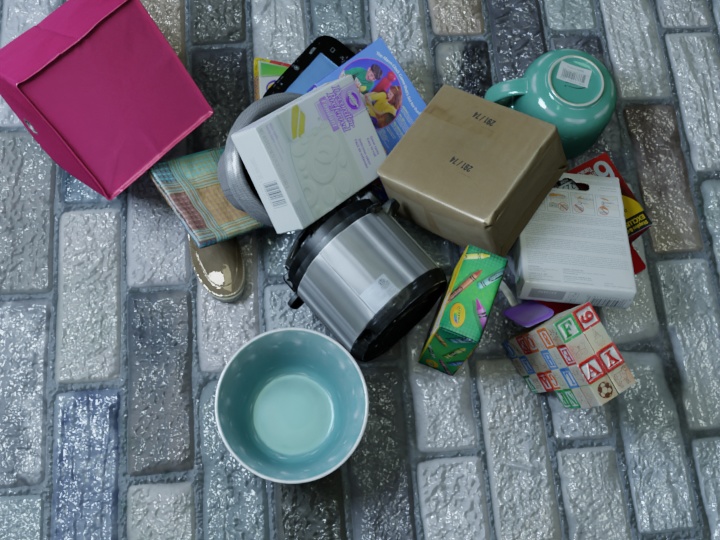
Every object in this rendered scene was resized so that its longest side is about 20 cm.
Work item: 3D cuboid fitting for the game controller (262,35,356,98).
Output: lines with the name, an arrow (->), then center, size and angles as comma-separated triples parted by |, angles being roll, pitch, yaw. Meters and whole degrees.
game controller -> -0.068, -0.280, 1.293 | 0.104, 0.042, 0.201 | 42, 57, -11

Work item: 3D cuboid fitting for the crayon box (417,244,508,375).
crayon box -> 0.134, 0.059, 1.138 | 0.058, 0.200, 0.120 | 21, 71, 4

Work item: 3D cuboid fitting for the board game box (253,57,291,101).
board game box -> -0.114, -0.236, 1.292 | 0.095, 0.030, 0.202 | 6, 67, -29

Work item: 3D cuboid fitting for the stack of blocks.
stack of blocks -> 0.272, 0.121, 1.125 | 0.058, 0.200, 0.116 | -29, 85, -13

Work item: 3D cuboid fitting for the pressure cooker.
pressure cooker -> 0.000, -0.001, 1.155 | 0.200, 0.179, 0.175 | 46, 51, 14

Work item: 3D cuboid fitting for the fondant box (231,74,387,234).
fondant box -> -0.061, -0.160, 1.141 | 0.200, 0.058, 0.145 | -39, 111, -40

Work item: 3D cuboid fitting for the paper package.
paper package -> 0.156, -0.138, 1.174 | 0.199, 0.104, 0.191 | 27, 71, 33

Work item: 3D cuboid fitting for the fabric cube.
fabric cube -> -0.364, -0.248, 1.164 | 0.200, 0.197, 0.199 | -43, 38, -15

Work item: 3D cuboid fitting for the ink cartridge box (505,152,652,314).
ink cartridge box -> 0.318, -0.048, 1.249 | 0.199, 0.084, 0.177 | -27, 76, -13

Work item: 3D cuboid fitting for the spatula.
spatula -> 0.199, 0.023, 1.196 | 0.056, 0.021, 0.200 | -20, 39, -18

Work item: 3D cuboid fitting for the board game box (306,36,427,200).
board game box -> 0.032, -0.227, 1.268 | 0.134, 0.045, 0.201 | -38, 100, -18

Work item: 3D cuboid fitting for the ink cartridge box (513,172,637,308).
ink cartridge box -> 0.296, -0.047, 1.189 | 0.159, 0.050, 0.202 | 5, 55, -4

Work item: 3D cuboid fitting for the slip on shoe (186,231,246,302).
slip on shoe -> -0.215, -0.053, 1.222 | 0.075, 0.061, 0.202 | -11, 73, -8

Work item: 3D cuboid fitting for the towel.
towel -> -0.191, -0.116, 1.211 | 0.199, 0.022, 0.147 | -24, 72, -47

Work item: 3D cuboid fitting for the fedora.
fedora -> -0.125, -0.148, 1.181 | 0.200, 0.090, 0.178 | -49, 117, -35

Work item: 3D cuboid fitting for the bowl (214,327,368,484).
bowl -> -0.091, 0.186, 1.129 | 0.198, 0.105, 0.203 | 1, 72, -4

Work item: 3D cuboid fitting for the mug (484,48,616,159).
mug -> 0.303, -0.258, 1.302 | 0.184, 0.115, 0.153 | -27, 75, -13
